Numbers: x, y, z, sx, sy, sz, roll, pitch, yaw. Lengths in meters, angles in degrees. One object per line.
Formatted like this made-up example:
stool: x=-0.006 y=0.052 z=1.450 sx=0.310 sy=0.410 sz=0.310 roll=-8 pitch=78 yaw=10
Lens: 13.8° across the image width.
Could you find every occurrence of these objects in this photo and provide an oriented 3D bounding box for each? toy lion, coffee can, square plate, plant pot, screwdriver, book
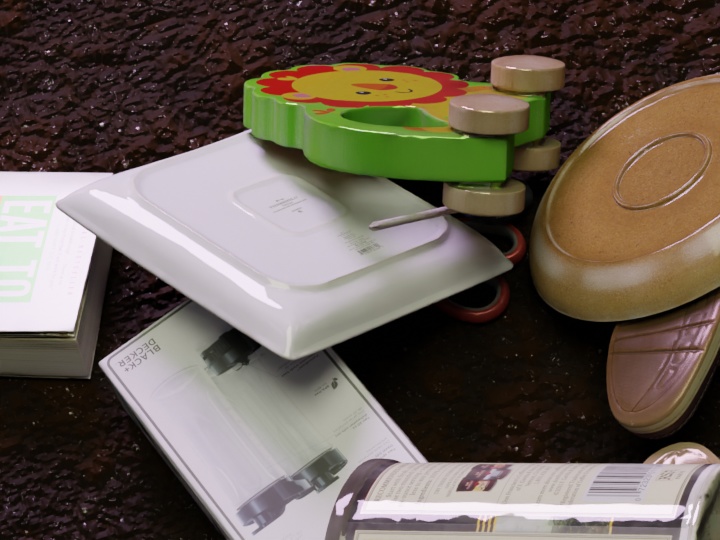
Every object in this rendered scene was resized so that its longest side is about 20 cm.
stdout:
toy lion: x=0.019 y=-0.090 z=1.770 sx=0.191 sy=0.069 sz=0.200 roll=5 pitch=15 yaw=12
coffee can: x=0.097 y=0.171 z=1.536 sx=0.199 sy=0.147 sz=0.147 roll=-1 pitch=55 yaw=24
square plate: x=-0.042 y=-0.029 z=1.747 sx=0.198 sy=0.029 sz=0.200 roll=31 pitch=35 yaw=32
plant pot: x=0.181 y=-0.051 z=1.739 sx=0.199 sy=0.028 sz=0.200 roll=-27 pitch=31 yaw=17
screwdriver: x=0.055 y=-0.036 z=1.726 sx=0.029 sy=0.200 sz=0.028 roll=-16 pitch=88 yaw=24
book: x=-0.255 y=-0.002 z=1.817 sx=0.199 sy=0.048 sz=0.134 roll=0 pitch=52 yaw=10

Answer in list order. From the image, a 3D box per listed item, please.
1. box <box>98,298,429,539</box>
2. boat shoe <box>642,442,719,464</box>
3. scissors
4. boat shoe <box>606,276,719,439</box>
box: x=-0.047 y=0.101 z=1.700 sx=0.116 sy=0.060 sz=0.200 roll=-36 pitch=58 yaw=-10
boat shoe: x=0.203 y=0.188 z=1.611 sx=0.072 sy=0.065 sz=0.201 roll=-29 pitch=58 yaw=7
scissors: x=0.000 y=0.000 z=1.799 sx=0.199 sy=0.014 sz=0.073 roll=0 pitch=58 yaw=9
boat shoe: x=0.198 y=0.027 z=1.714 sx=0.072 sy=0.072 sz=0.201 roll=-13 pitch=39 yaw=33
